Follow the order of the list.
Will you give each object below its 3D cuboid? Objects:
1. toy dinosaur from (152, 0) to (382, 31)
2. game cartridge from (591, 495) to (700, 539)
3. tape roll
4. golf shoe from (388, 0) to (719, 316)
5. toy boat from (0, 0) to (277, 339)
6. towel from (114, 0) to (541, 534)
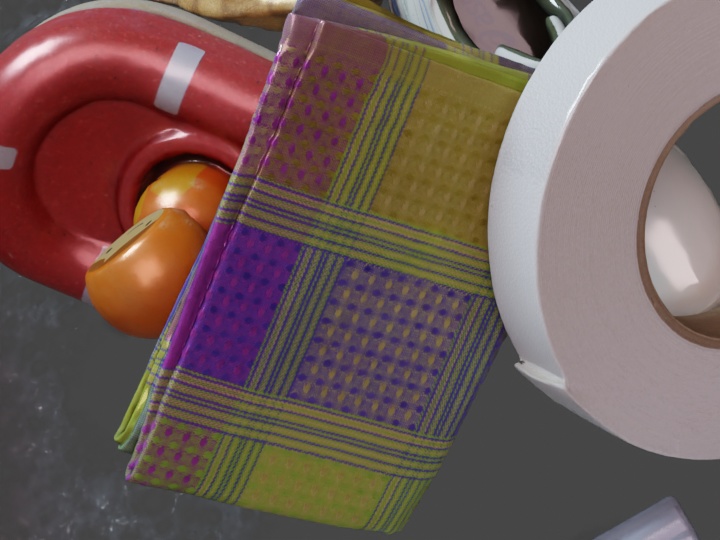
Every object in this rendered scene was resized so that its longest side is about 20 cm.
[{"bbox_3d":[-0.031,-0.114,1.142,0.200,0.106,0.060,10,119,41],"label":"toy dinosaur"},{"bbox_3d":[0.120,0.210,1.146,0.133,0.040,0.200,-31,84,4],"label":"game cartridge"},{"bbox_3d":[0.141,-0.025,1.106,0.203,0.037,0.203,-10,110,-29],"label":"tape roll"},{"bbox_3d":[0.080,-0.058,1.140,0.078,0.097,0.200,-39,86,-3],"label":"golf shoe"},{"bbox_3d":[-0.071,-0.017,1.113,0.200,0.131,0.131,25,119,5],"label":"toy boat"},{"bbox_3d":[0.000,0.000,1.076,0.144,0.023,0.200,15,102,-32],"label":"towel"}]
